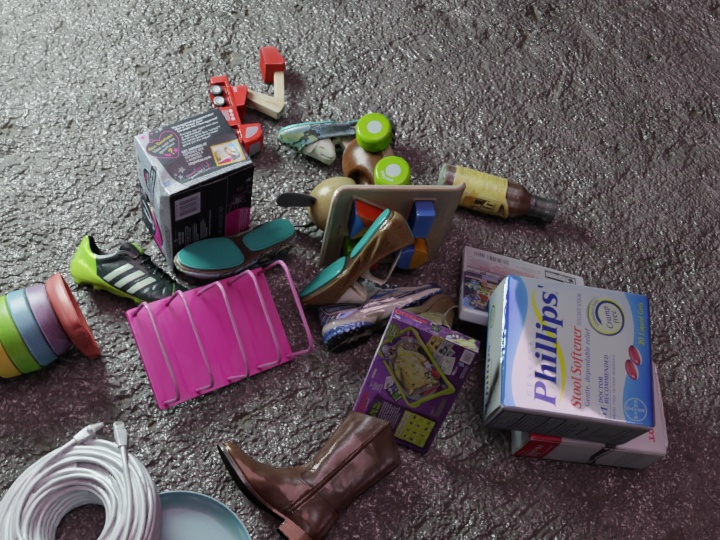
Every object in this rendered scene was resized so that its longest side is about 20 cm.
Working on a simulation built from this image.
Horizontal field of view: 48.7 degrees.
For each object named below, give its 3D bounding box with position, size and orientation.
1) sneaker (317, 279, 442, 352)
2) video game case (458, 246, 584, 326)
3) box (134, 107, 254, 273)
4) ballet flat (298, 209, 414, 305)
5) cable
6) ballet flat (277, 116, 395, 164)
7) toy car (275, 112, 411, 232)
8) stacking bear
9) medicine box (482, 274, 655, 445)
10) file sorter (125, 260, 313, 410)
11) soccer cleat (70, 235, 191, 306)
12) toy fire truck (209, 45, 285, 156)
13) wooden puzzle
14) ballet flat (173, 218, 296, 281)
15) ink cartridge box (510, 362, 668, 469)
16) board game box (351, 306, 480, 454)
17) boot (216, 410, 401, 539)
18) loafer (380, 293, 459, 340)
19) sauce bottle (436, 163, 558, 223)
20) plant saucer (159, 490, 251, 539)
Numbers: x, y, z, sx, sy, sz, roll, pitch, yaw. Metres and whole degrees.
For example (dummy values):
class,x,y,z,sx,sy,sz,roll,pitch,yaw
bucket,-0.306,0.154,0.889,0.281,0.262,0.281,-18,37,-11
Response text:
class,x,y,z,sx,sy,sz,roll,pitch,yaw
sneaker,0.027,0.044,1.174,0.199,0.077,0.086,-17,61,-20
video game case,0.248,0.041,1.203,0.199,0.023,0.183,16,33,0
box,-0.238,-0.110,1.134,0.132,0.200,0.115,-24,66,-23
ballet flat,0.000,0.000,1.113,0.072,0.200,0.068,42,22,-12
cable,-0.334,0.301,0.935,0.199,0.069,0.200,-28,56,-11
ballet flat,-0.034,-0.210,1.304,0.199,0.074,0.075,-10,63,-13
toy car,-0.032,-0.118,1.216,0.199,0.165,0.159,-18,65,-7
stacking bear,-0.461,0.095,1.031,0.199,0.122,0.114,-27,70,-16
medicine box,0.271,0.120,1.053,0.198,0.103,0.183,9,66,-4
file sorter,-0.182,0.080,1.048,0.199,0.125,0.140,-19,87,-27
soccer cleat,-0.310,0.006,1.123,0.199,0.068,0.082,17,89,-1
toy fire truck,-0.179,-0.281,1.332,0.140,0.049,0.201,-11,64,-18
wooden puzzle,0.045,-0.055,1.167,0.198,0.186,0.047,-5,57,-14
ballet flat,-0.180,-0.017,1.158,0.199,0.074,0.074,-18,65,-34
ink cartridge box,0.320,0.196,1.139,0.198,0.084,0.146,8,59,-6
board game box,0.067,0.150,1.051,0.119,0.201,0.032,20,35,-1
boot,-0.062,0.238,1.045,0.200,0.064,0.187,-41,89,-22
loafer,0.097,0.086,1.122,0.067,0.076,0.200,41,26,18
sauce bottle,0.226,-0.123,1.314,0.199,0.065,0.065,15,59,-1
plant saucer,-0.225,0.371,0.963,0.199,0.027,0.201,5,60,-8
